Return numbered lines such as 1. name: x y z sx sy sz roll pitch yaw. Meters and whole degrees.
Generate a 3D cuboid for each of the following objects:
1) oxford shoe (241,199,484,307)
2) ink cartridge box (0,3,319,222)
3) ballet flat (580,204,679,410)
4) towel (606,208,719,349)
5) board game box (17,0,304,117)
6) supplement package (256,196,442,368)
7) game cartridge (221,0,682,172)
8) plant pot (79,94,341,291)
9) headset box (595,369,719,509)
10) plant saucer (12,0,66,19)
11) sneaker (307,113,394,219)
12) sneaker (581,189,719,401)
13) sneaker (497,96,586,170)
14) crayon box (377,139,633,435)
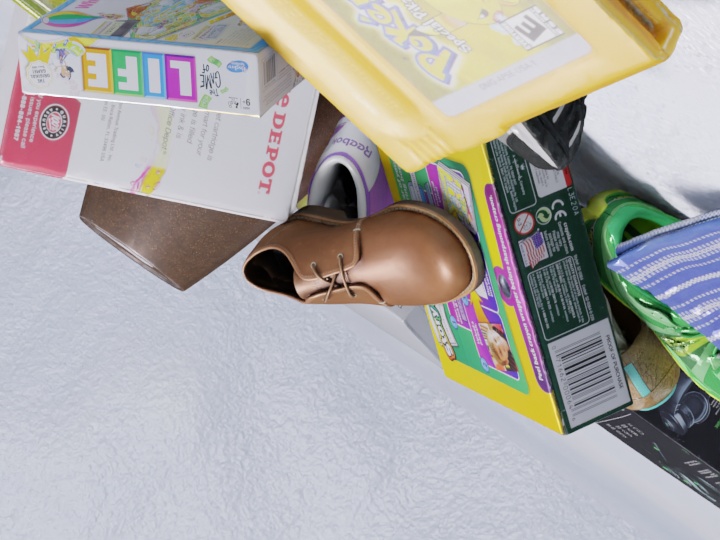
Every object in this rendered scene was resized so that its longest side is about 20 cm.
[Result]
1. oxford shoe: 0.000 0.000 1.616 0.199 0.071 0.072 -1 114 51
2. ink cartridge box: -0.134 -0.123 1.668 0.199 0.149 0.086 12 -177 -18
3. ballet flat: 0.144 0.007 1.660 0.072 0.068 0.201 45 -165 -47
4. towel: 0.253 0.036 1.473 0.200 0.024 0.145 37 155 -17
5. board game box: -0.077 -0.135 1.349 0.134 0.034 0.200 7 -155 20
6. supplement package: 0.014 -0.024 2.103 0.199 0.111 0.156 32 173 27
7. game cartridge: 0.024 -0.132 1.177 0.176 0.033 0.200 42 146 -19
8. plant pot: -0.108 -0.093 1.818 0.186 0.200 0.187 35 174 4
9. headset box: 0.250 0.100 1.843 0.200 0.093 0.174 35 174 1
10. plant saucer: -0.186 -0.222 1.497 0.200 0.048 0.199 37 140 -19
11. sneaker: 0.002 -0.037 1.751 0.072 0.115 0.201 16 146 21
12. sneaker: 0.215 0.027 1.569 0.200 0.074 0.084 36 178 -7
13. sneaker: 0.040 -0.125 1.270 0.200 0.074 0.079 44 140 -23
14. crayon box: 0.086 -0.013 1.608 0.172 0.058 0.201 25 135 64
